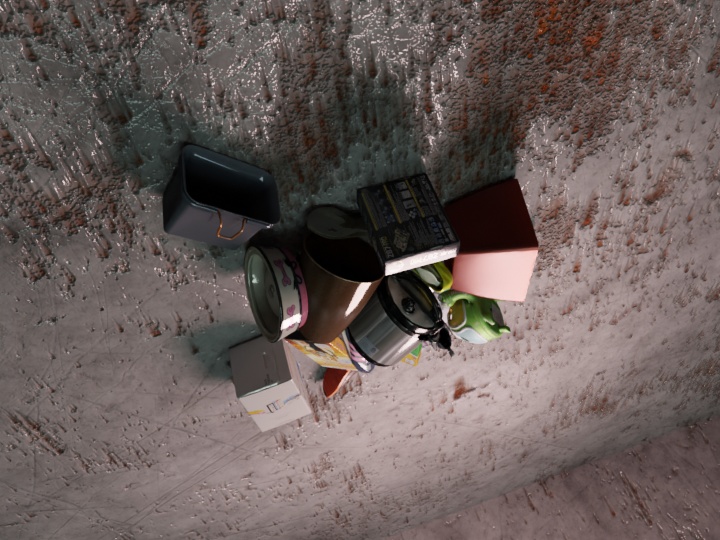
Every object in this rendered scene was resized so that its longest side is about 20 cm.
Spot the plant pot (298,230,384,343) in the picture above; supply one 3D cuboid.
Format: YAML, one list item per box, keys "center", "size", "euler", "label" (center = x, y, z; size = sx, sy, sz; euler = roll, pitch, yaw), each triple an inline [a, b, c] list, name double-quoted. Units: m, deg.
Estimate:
- center: [-0.063, 0.048, 1.472]
  size: [0.183, 0.188, 0.203]
  euler: [4, 125, -30]
  label: "plant pot"

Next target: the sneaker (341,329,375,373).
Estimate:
- center: [0.013, 0.188, 1.697]
  size: [0.080, 0.071, 0.202]
  euler: [8, 141, 31]
  label: "sneaker"

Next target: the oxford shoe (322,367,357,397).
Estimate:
- center: [-0.040, 0.281, 1.900]
  size: [0.071, 0.072, 0.201]
  euler: [4, 136, -37]
  label: "oxford shoe"

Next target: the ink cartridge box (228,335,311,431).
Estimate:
- center: [-0.227, 0.279, 1.736]
  size: [0.141, 0.149, 0.202]
  euler: [-20, 143, -2]
  label: "ink cartridge box"

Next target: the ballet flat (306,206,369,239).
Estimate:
- center: [-0.027, -0.097, 1.459]
  size: [0.195, 0.069, 0.046]
  euler: [-3, 171, -28]
  label: "ballet flat"

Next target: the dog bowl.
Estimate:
- center: [-0.175, 0.043, 1.441]
  size: [0.072, 0.202, 0.203]
  euler: [-13, 144, -26]
  label: "dog bowl"

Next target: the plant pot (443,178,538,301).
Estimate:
- center: [0.277, -0.060, 1.556]
  size: [0.171, 0.204, 0.202]
  euler: [-4, 142, -2]
  label: "plant pot"

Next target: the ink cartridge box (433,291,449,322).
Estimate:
- center: [0.165, 0.094, 1.797]
  size: [0.196, 0.041, 0.200]
  euler: [-27, 143, 7]
  label: "ink cartridge box"

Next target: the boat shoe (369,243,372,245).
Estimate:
- center: [0.001, 0.001, 1.577]
  size: [0.195, 0.069, 0.074]
  euler: [-25, 143, 4]
  label: "boat shoe"

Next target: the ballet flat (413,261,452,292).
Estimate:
- center: [0.122, -0.030, 1.502]
  size: [0.067, 0.200, 0.067]
  euler: [-45, 180, 34]
  label: "ballet flat"

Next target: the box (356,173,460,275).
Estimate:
- center: [0.093, -0.098, 1.392]
  size: [0.157, 0.203, 0.050]
  euler: [-13, 143, -11]
  label: "box"

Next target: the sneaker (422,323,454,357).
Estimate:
- center: [0.184, 0.179, 1.750]
  size: [0.078, 0.139, 0.202]
  euler: [-43, 151, -20]
  label: "sneaker"

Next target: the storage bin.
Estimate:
- center: [-0.263, -0.110, 1.263]
  size: [0.197, 0.149, 0.134]
  euler: [14, 142, -38]
  label: "storage bin"

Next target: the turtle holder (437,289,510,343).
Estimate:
- center: [0.280, 0.113, 1.737]
  size: [0.130, 0.144, 0.184]
  euler: [-27, 161, 31]
  label: "turtle holder"

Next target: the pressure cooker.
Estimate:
- center: [0.083, 0.096, 1.529]
  size: [0.173, 0.182, 0.200]
  euler: [18, 133, -33]
  label: "pressure cooker"

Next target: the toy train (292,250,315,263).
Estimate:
- center: [-0.140, 0.026, 1.563]
  size: [0.055, 0.042, 0.202]
  euler: [-12, 143, -29]
  label: "toy train"

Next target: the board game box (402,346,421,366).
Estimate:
- center: [0.060, 0.152, 1.720]
  size: [0.195, 0.041, 0.155]
  euler: [18, 143, 14]
  label: "board game box"

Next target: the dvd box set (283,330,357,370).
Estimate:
- center: [-0.086, 0.203, 1.752]
  size: [0.143, 0.030, 0.200]
  euler: [3, 155, 30]
  label: "dvd box set"
